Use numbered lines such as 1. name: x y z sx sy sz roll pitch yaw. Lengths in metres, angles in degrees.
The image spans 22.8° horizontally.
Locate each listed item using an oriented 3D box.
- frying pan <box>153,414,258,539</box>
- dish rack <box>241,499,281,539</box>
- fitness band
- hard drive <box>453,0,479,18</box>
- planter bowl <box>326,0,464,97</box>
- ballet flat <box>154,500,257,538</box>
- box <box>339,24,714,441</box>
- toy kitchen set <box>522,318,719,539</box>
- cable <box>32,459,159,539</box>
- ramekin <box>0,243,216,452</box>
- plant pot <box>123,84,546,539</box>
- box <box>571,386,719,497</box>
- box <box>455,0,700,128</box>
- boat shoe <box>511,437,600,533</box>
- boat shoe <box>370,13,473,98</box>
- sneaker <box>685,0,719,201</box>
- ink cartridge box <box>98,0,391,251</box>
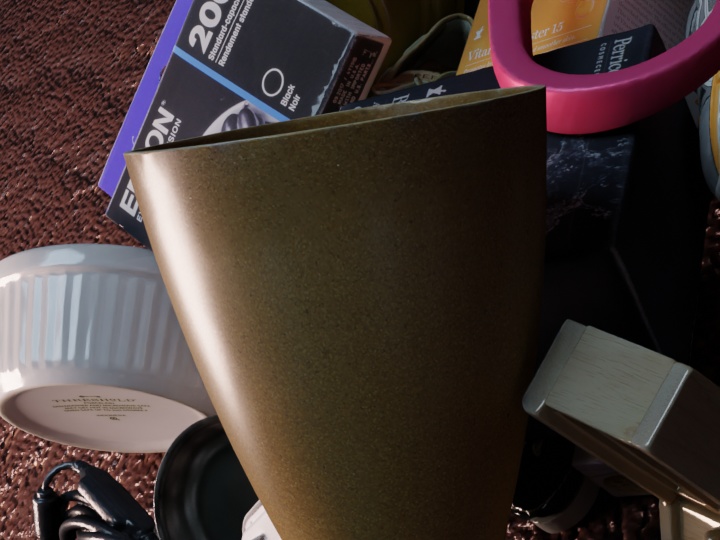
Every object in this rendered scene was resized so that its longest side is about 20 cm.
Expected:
1. frying pan: -0.048 0.167 1.060 0.190 0.031 0.115 43 111 20
2. dish rack: -0.003 0.171 0.922 0.172 0.043 0.200 62 151 14
3. fitness band: 0.138 -0.143 0.948 0.143 0.038 0.201 -12 37 13
4. hard drive: 0.046 -0.205 1.338 0.200 0.042 0.135 -42 34 23
5. planter bowl: -0.029 -0.178 1.243 0.200 0.200 0.084 -42 16 23
6. ballet flat: -0.082 0.167 1.157 0.199 0.074 0.075 -24 43 40
7. box: 0.074 -0.013 0.961 0.199 0.118 0.197 -12 36 25
8. toy kitchen set: 0.098 0.145 0.798 0.163 0.180 0.201 22 81 55
9. cable: -0.159 0.229 1.157 0.200 0.051 0.164 37 124 39
10. ramekin: -0.173 0.062 1.267 0.202 0.202 0.095 -20 58 45
11. plant pot: 0.005 0.030 0.790 0.186 0.186 0.201 0 103 55
12. box: 0.190 0.081 0.876 0.199 0.041 0.039 -12 52 49
13. box: 0.149 -0.165 1.103 0.124 0.097 0.201 -13 51 49
14. boat shoe: 0.093 0.053 1.018 0.076 0.060 0.201 -41 34 25
15. boat shoe: 0.043 -0.117 1.167 0.200 0.073 0.063 -71 -3 -66
16. sneaker: 0.216 -0.112 0.994 0.077 0.078 0.201 -36 31 51
17. ink cartridge box: -0.095 -0.103 1.180 0.200 0.043 0.199 34 106 38
